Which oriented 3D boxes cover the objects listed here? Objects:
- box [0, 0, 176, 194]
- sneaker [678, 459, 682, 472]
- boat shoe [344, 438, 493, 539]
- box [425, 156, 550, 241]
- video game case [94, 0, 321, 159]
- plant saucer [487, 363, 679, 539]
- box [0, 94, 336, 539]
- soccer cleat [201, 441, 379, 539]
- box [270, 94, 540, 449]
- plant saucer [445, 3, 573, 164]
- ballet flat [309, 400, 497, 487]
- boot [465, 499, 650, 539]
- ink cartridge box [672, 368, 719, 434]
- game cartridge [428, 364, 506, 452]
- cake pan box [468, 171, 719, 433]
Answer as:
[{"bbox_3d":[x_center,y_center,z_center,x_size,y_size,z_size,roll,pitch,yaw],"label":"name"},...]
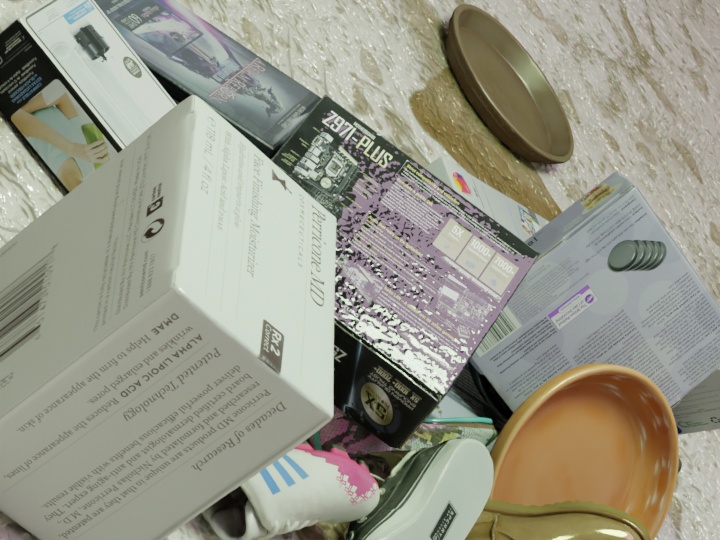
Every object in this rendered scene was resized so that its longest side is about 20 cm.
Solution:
[{"bbox_3d":[-0.178,-0.099,1.618,0.200,0.060,0.117,52,24,-6],"label":"box"},{"bbox_3d":[0.214,0.149,2.005,0.199,0.076,0.114,-3,67,-56],"label":"sneaker"},{"bbox_3d":[0.024,0.193,1.601,0.200,0.064,0.071,-48,120,-43],"label":"boat shoe"},{"bbox_3d":[0.142,-0.004,2.116,0.200,0.041,0.156,28,35,-47],"label":"box"},{"bbox_3d":[-0.132,-0.162,1.759,0.200,0.019,0.143,33,24,3],"label":"video game case"},{"bbox_3d":[0.168,0.167,1.801,0.200,0.200,0.037,34,-6,-39],"label":"plant saucer"},{"bbox_3d":[-0.127,0.040,1.357,0.131,0.200,0.199,41,27,-27],"label":"box"},{"bbox_3d":[-0.063,0.151,1.513,0.200,0.070,0.087,27,50,-42],"label":"soccer cleat"},{"bbox_3d":[0.000,0.000,1.642,0.200,0.086,0.164,36,53,-1],"label":"box"},{"bbox_3d":[0.153,-0.192,2.399,0.200,0.029,0.200,43,26,-27],"label":"plant saucer"},{"bbox_3d":[0.030,0.137,1.704,0.200,0.069,0.071,13,69,-49],"label":"ballet flat"},{"bbox_3d":[0.118,0.241,1.640,0.200,0.175,0.066,-70,161,-64],"label":"boot"},{"bbox_3d":[0.235,0.078,1.997,0.200,0.197,0.047,42,56,-30],"label":"ink cartridge box"},{"bbox_3d":[0.080,0.109,1.859,0.200,0.041,0.133,35,34,-38],"label":"game cartridge"},{"bbox_3d":[0.185,0.051,1.839,0.184,0.200,0.052,50,1,-21],"label":"cake pan box"}]
